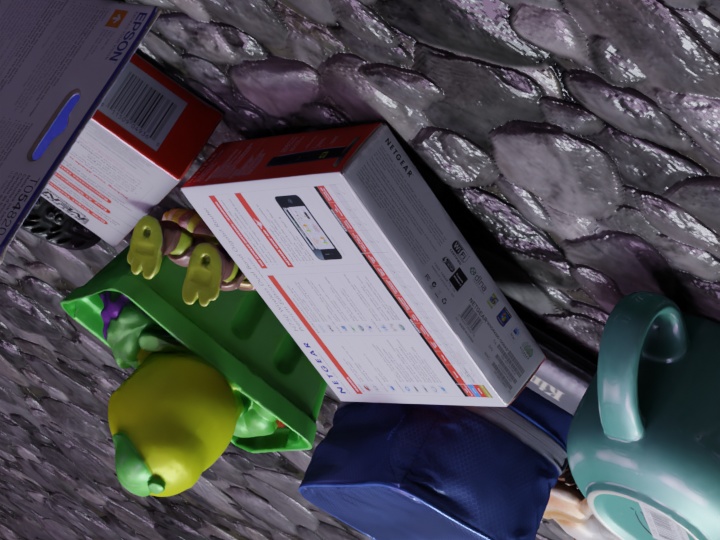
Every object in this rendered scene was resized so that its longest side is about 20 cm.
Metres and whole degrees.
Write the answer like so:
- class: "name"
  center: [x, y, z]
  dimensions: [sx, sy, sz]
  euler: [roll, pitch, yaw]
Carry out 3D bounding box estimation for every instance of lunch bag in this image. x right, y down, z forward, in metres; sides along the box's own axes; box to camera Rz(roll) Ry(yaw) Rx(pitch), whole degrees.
- class: "lunch bag"
  center: [0.056, 0.127, 1.660]
  dimensions: [0.136, 0.133, 0.200]
  euler: [33, 161, -21]

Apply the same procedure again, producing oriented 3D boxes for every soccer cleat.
- class: "soccer cleat"
  center: [-0.278, -0.088, 1.781]
  dimensions: [0.200, 0.068, 0.073]
  euler: [34, -176, -14]

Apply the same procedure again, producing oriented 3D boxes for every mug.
- class: "mug"
  center: [0.192, 0.106, 1.435]
  dimensions: [0.185, 0.115, 0.152]
  euler: [36, 160, -11]

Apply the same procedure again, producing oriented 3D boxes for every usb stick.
- class: "usb stick"
  center: [0.119, 0.061, 1.559]
  dimensions: [0.199, 0.033, 0.055]
  euler: [32, 161, 3]

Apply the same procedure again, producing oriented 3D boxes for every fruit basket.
- class: "fruit basket"
  center: [-0.135, 0.087, 1.754]
  dimensions: [0.215, 0.216, 0.155]
  euler: [40, 159, -19]

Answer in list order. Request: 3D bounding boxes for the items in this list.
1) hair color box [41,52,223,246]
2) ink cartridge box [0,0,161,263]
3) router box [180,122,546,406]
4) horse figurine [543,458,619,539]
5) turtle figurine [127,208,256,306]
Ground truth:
- class: "hair color box"
  center: [-0.174, -0.088, 1.612]
  dimensions: [0.101, 0.061, 0.200]
  euler: [36, 159, -9]
- class: "ink cartridge box"
  center: [-0.232, -0.094, 1.483]
  dimensions: [0.199, 0.200, 0.041]
  euler: [16, 158, 42]
- class: "router box"
  center: [0.000, 0.000, 1.511]
  dimensions: [0.179, 0.049, 0.200]
  euler: [-1, 131, 52]
- class: "horse figurine"
  center: [0.182, 0.184, 1.726]
  dimensions: [0.132, 0.050, 0.200]
  euler: [3, 146, 44]
- class: "turtle figurine"
  center: [-0.079, -0.001, 1.633]
  dimensions: [0.200, 0.065, 0.161]
  euler: [41, -164, 24]
